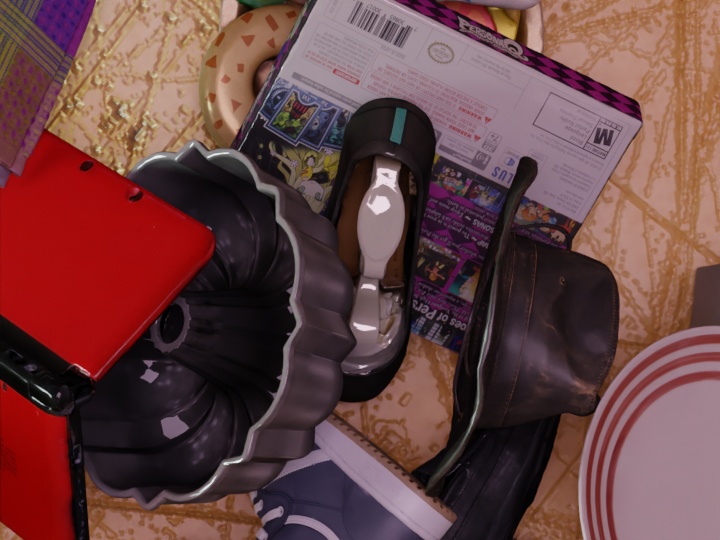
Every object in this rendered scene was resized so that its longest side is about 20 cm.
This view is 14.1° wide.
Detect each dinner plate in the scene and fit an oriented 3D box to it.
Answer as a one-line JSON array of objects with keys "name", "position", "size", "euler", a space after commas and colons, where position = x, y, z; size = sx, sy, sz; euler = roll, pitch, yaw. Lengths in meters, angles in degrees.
[{"name": "dinner plate", "position": [0.198, 0.130, 1.564], "size": [0.199, 0.024, 0.202], "euler": [8, 73, -27]}]

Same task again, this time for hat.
[{"name": "hat", "position": [0.096, 0.041, 1.568], "size": [0.080, 0.201, 0.202], "euler": [17, 87, -1]}]

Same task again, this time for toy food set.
[{"name": "toy food set", "position": [0.010, -0.143, 1.702], "size": [0.199, 0.049, 0.199], "euler": [12, 87, -2]}]

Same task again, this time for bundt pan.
[{"name": "bundt pan", "position": [-0.078, 0.036, 1.596], "size": [0.076, 0.201, 0.203], "euler": [16, 86, -44]}]

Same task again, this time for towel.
[{"name": "towel", "position": [-0.211, -0.163, 1.636], "size": [0.144, 0.023, 0.201], "euler": [42, 57, -37]}]

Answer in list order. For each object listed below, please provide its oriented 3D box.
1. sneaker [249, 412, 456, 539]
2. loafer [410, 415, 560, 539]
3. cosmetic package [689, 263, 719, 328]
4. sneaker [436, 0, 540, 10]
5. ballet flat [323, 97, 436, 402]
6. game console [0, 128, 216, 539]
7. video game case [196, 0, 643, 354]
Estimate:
[{"name": "sneaker", "position": [-0.043, 0.126, 1.636], "size": [0.109, 0.070, 0.200], "euler": [-53, 47, -1]}, {"name": "loafer", "position": [0.064, 0.123, 1.659], "size": [0.070, 0.068, 0.201], "euler": [21, 58, 9]}, {"name": "cosmetic package", "position": [0.286, 0.106, 1.671], "size": [0.198, 0.123, 0.201], "euler": [7, 86, -3]}, {"name": "sneaker", "position": [0.010, -0.183, 1.654], "size": [0.199, 0.072, 0.073], "euler": [15, 126, -10]}, {"name": "ballet flat", "position": [0.000, 0.000, 1.628], "size": [0.068, 0.069, 0.201], "euler": [6, 119, -1]}, {"name": "game console", "position": [-0.175, 0.040, 1.625], "size": [0.118, 0.200, 0.173], "euler": [-21, 124, -32]}, {"name": "video game case", "position": [0.031, -0.059, 1.655], "size": [0.199, 0.036, 0.182], "euler": [24, 115, -10]}]
